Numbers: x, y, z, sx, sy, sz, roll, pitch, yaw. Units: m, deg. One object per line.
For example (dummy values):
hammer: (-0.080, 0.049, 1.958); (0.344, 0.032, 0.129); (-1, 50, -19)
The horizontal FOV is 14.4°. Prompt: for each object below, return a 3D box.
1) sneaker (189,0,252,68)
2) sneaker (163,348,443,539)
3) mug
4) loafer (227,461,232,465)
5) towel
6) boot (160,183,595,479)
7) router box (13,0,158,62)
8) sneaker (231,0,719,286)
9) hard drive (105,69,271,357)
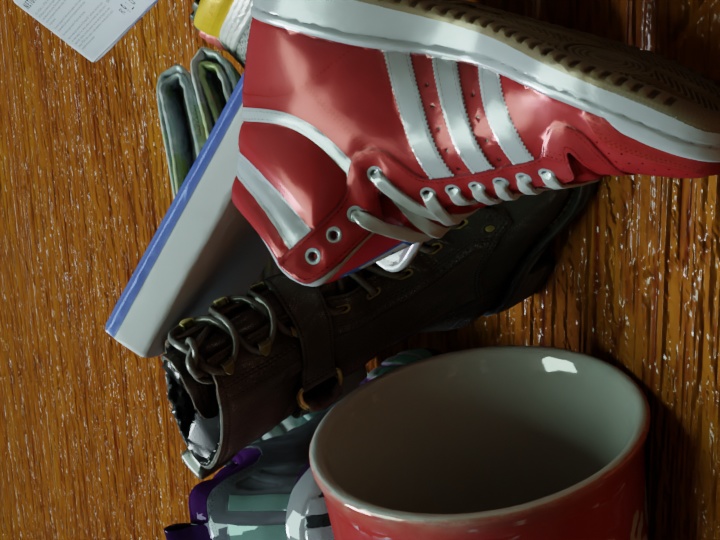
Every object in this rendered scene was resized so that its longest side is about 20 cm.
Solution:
sneaker: (-0.008, -0.143, 1.260); (0.082, 0.078, 0.200); (45, 150, 10)
sneaker: (-0.016, 0.080, 1.250); (0.200, 0.087, 0.075); (-30, -64, -69)
mug: (0.070, 0.140, 1.162); (0.133, 0.178, 0.201); (4, 118, 26)
loafer: (-0.050, 0.136, 1.564); (0.068, 0.070, 0.202); (156, 101, -73)
towel: (-0.038, 0.012, 1.349); (0.200, 0.048, 0.172); (59, -161, -56)
boot: (0.000, 0.000, 1.123); (0.069, 0.174, 0.200); (50, 155, 25)
router box: (-0.063, -0.190, 1.215); (0.049, 0.180, 0.200); (37, 164, -9)
sneaker: (0.040, -0.035, 1.012); (0.199, 0.071, 0.113); (19, 103, 29)
hard drive: (-0.027, -0.066, 1.145); (0.201, 0.025, 0.132); (-60, -8, 18)
